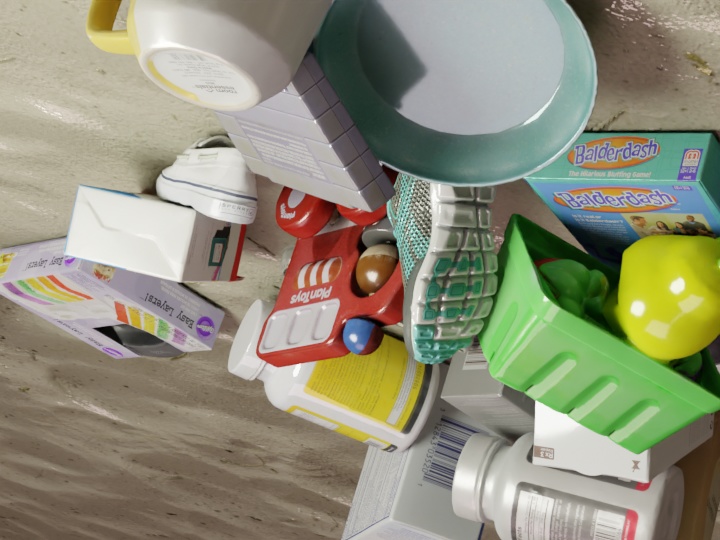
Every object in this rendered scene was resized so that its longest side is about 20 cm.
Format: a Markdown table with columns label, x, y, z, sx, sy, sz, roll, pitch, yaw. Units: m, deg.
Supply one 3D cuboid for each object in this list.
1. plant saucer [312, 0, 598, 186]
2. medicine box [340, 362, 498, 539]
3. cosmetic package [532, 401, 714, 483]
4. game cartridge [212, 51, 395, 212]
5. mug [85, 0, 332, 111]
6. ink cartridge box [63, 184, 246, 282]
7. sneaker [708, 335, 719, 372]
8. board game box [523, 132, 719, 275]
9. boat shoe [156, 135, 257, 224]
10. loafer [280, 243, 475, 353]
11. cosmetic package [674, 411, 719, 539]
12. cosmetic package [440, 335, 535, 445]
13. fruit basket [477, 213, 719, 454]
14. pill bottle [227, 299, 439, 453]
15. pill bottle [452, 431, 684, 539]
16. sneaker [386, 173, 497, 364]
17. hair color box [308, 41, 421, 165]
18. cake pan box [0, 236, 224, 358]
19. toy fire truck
| label | x | y | z | sx | sy | sz | roll | pitch | yaw |
| --- | --- | --- | --- | --- | --- | --- | --- | --- | --- |
| plant saucer | 0.067 | -0.147 | 1.402 | 0.199 | 0.036 | 0.200 | 7 | 132 | 8 |
| medicine box | 0.071 | 0.218 | 2.161 | 0.103 | 0.183 | 0.200 | 22 | 158 | -10 |
| cosmetic package | 0.242 | 0.127 | 1.822 | 0.113 | 0.081 | 0.200 | 6 | -171 | 24 |
| game cartridge | -0.056 | -0.111 | 1.466 | 0.130 | 0.038 | 0.200 | 53 | 165 | -27 |
| mug | -0.090 | -0.187 | 1.347 | 0.149 | 0.154 | 0.187 | 22 | 158 | -15 |
| ink cartridge box | -0.178 | -0.032 | 1.850 | 0.116 | 0.067 | 0.200 | 13 | -177 | 13 |
| sneaker | 0.231 | 0.032 | 1.759 | 0.199 | 0.078 | 0.112 | 2 | 146 | 23 |
| board game box | 0.239 | -0.042 | 1.593 | 0.152 | 0.045 | 0.200 | 3 | 155 | 33 |
| boat shoe | -0.123 | -0.083 | 1.743 | 0.073 | 0.067 | 0.200 | 13 | -177 | -23 |
| loafer | 0.018 | 0.024 | 1.886 | 0.199 | 0.070 | 0.070 | 15 | 158 | 6 |
| cosmetic package | 0.307 | 0.216 | 1.952 | 0.071 | 0.201 | 0.105 | 8 | 158 | 21 |
| cosmetic package | 0.179 | 0.116 | 1.941 | 0.200 | 0.107 | 0.090 | 31 | 155 | -35 |
| fruit basket | 0.215 | 0.027 | 1.581 | 0.215 | 0.156 | 0.216 | -4 | 123 | -7 |
| pill bottle | -0.028 | 0.103 | 2.055 | 0.200 | 0.112 | 0.112 | 23 | 158 | -15 |
| pill bottle | 0.190 | 0.212 | 1.865 | 0.199 | 0.111 | 0.111 | 13 | 158 | 22 |
| sneaker | 0.059 | -0.028 | 1.595 | 0.077 | 0.201 | 0.091 | 9 | 180 | -34 |
| hair color box | -0.016 | -0.129 | 1.554 | 0.100 | 0.061 | 0.200 | 20 | 158 | -6 |
| cake pan box | -0.270 | 0.031 | 2.151 | 0.184 | 0.052 | 0.200 | -4 | 150 | 47 |
| toy fire truck | 0.000 | 0.000 | 1.707 | 0.112 | 0.168 | 0.200 | 31 | 155 | -33 |
